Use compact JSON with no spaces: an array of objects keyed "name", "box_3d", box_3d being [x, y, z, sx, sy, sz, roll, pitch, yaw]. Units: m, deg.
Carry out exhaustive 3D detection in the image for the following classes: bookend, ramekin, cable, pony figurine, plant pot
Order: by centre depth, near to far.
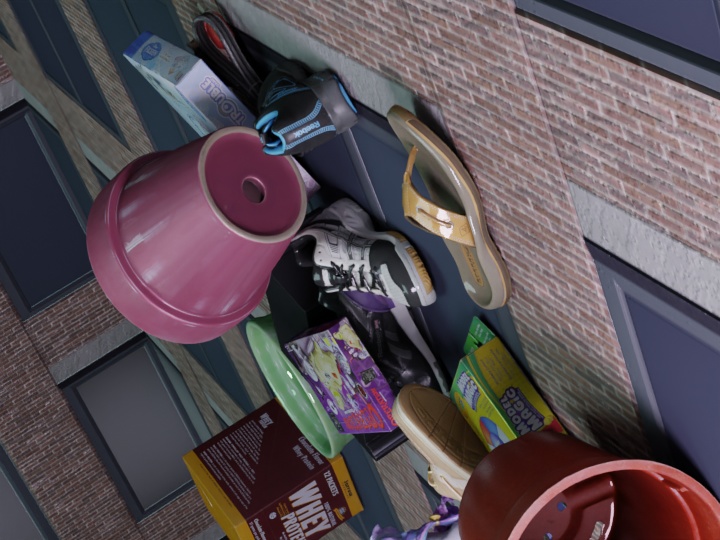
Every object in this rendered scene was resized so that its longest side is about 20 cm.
[{"name":"plant pot","box_3d":[0.173,0.225,1.268,0.202,0.200,0.195,62,173,-14]},{"name":"plant pot","box_3d":[-0.153,-0.051,1.596,0.179,0.199,0.201,-35,86,46]},{"name":"pony figurine","box_3d":[0.113,0.287,1.641,0.167,0.198,0.194,79,172,-70]},{"name":"cable","box_3d":[-0.113,-0.208,1.652,0.200,0.050,0.097,40,152,19]},{"name":"bookend","box_3d":[-0.015,0.071,1.752,0.199,0.092,0.201,46,160,35]},{"name":"ramekin","box_3d":[-0.050,0.125,1.967,0.200,0.097,0.200,52,164,21]}]

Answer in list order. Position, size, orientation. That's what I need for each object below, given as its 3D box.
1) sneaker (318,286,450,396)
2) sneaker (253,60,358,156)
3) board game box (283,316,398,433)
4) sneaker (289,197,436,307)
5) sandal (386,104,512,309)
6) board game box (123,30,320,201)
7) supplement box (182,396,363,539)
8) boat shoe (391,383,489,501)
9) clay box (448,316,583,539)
[{"name":"sneaker","box_3d":[0.021,0.084,1.665,0.201,0.087,0.076,61,165,-11]},{"name":"sneaker","box_3d":[-0.074,-0.153,1.511,0.074,0.082,0.200,60,167,-13]},{"name":"board game box","box_3d":[-0.018,0.112,1.626,0.120,0.032,0.200,54,164,-3]},{"name":"sneaker","box_3d":[0.000,0.000,1.566,0.200,0.087,0.076,35,151,55]},{"name":"sandal","box_3d":[0.067,-0.044,1.312,0.080,0.054,0.201,32,150,60]},{"name":"board game box","box_3d":[-0.154,-0.166,1.719,0.200,0.043,0.199,46,175,-30]},{"name":"supplement box","box_3d":[-0.139,0.338,2.497,0.197,0.199,0.133,42,159,47]},{"name":"boat shoe","box_3d":[0.098,0.193,1.531,0.200,0.074,0.069,42,129,-9]},{"name":"clay box","box_3d":[0.144,0.147,1.459,0.201,0.047,0.115,54,165,16]}]
